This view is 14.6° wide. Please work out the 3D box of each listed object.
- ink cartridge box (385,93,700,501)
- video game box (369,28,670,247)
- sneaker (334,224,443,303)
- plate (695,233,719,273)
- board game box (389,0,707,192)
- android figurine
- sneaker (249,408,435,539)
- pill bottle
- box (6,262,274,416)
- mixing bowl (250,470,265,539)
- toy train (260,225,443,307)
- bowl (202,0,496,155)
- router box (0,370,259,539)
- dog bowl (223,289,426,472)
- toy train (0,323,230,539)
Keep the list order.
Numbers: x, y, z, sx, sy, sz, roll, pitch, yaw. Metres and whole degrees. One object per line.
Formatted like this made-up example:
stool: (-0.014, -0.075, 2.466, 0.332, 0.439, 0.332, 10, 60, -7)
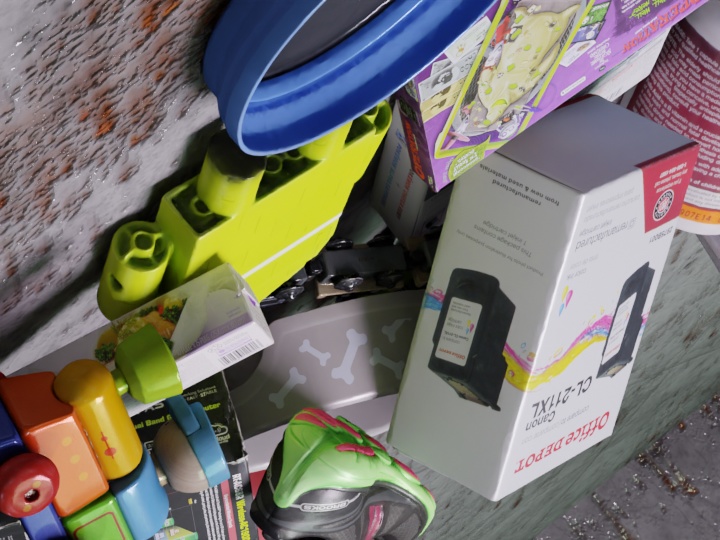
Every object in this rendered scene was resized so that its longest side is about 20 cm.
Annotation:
ink cartridge box: (0.106, 0.014, 1.621, 0.145, 0.083, 0.201, -23, 133, -53)
video game box: (0.100, -0.112, 1.630, 0.200, 0.047, 0.182, -36, 169, -17)
sneaker: (0.067, -0.011, 1.806, 0.200, 0.079, 0.089, -38, 170, -7)
plate: (0.265, -0.085, 1.853, 0.032, 0.201, 0.200, -12, 152, -41)
board game box: (0.102, -0.139, 1.490, 0.200, 0.032, 0.120, -35, 139, -17)
android figurine: (-0.060, -0.028, 1.474, 0.182, 0.041, 0.200, -34, 165, -26)
sneaker: (-0.018, 0.133, 1.617, 0.084, 0.077, 0.200, -51, 157, 2)
pill bottle: (0.236, -0.130, 1.752, 0.114, 0.114, 0.201, -28, 151, -42)
box: (-0.142, 0.060, 1.439, 0.199, 0.039, 0.041, -28, 156, 5)
mixing bowl: (-0.054, 0.184, 1.923, 0.201, 0.108, 0.200, -57, 177, -4)
toy train: (0.000, 0.000, 1.634, 0.199, 0.034, 0.046, -8, 162, -29)
bowl: (0.009, -0.135, 1.313, 0.200, 0.039, 0.201, -37, 167, -10)
router box: (-0.136, 0.144, 1.605, 0.149, 0.062, 0.200, -14, 151, -7)
dog bowl: (-0.032, 0.072, 1.701, 0.199, 0.059, 0.200, -17, 169, -3)
toy train: (-0.138, 0.061, 1.355, 0.115, 0.085, 0.201, -28, 135, -10)
